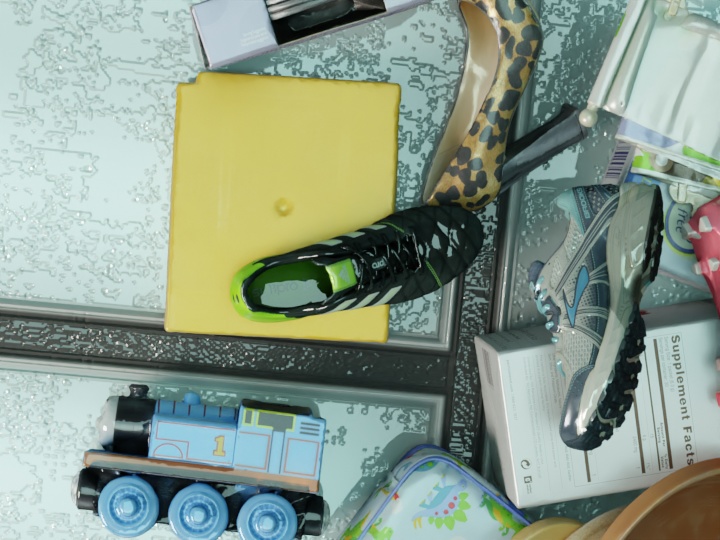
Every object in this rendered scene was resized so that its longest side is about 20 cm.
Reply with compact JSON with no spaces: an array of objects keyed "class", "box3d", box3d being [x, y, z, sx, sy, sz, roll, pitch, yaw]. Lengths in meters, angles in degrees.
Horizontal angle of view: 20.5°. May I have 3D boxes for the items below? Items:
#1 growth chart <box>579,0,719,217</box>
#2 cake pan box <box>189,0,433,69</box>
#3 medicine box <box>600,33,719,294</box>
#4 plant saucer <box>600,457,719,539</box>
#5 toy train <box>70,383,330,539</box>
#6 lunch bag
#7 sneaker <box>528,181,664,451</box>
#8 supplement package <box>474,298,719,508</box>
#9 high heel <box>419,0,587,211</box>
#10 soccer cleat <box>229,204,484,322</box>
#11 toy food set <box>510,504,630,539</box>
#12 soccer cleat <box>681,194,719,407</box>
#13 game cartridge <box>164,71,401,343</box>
[{"class":"growth chart","box3d":[0.260,-0.113,1.455,0.199,0.018,0.146,29,91,-5]},{"class":"cake pan box","box3d":[-0.032,-0.193,1.439,0.183,0.200,0.053,-19,97,-1]},{"class":"medicine box","box3d":[0.296,-0.070,1.521,0.198,0.103,0.184,21,92,-5]},{"class":"plant saucer","box3d":[0.243,0.226,1.469,0.199,0.032,0.202,-13,122,-23]},{"class":"toy train","box3d":[-0.118,0.151,1.513,0.198,0.087,0.116,7,84,-3]},{"class":"lunch bag","box3d":[0.050,0.251,1.530,0.160,0.082,0.201,37,89,-5]},{"class":"sneaker","box3d":[0.161,0.031,1.426,0.085,0.078,0.202,7,70,21]},{"class":"supplement package","box3d":[0.198,0.097,1.513,0.198,0.121,0.121,-9,95,-5]},{"class":"high heel","box3d":[0.073,-0.149,1.511,0.142,0.071,0.201,-31,104,-9]},{"class":"soccer cleat","box3d":[0.000,0.000,1.482,0.198,0.081,0.068,-16,94,-4]},{"class":"toy food set","box3d":[0.188,0.267,1.512,0.198,0.049,0.200,-15,116,-25]},{"class":"soccer cleat","box3d":[0.290,0.041,1.427,0.076,0.067,0.202,-14,88,-17]},{"class":"game cartridge","box3d":[-0.060,-0.049,1.532,0.174,0.032,0.202,3,91,-5]}]
